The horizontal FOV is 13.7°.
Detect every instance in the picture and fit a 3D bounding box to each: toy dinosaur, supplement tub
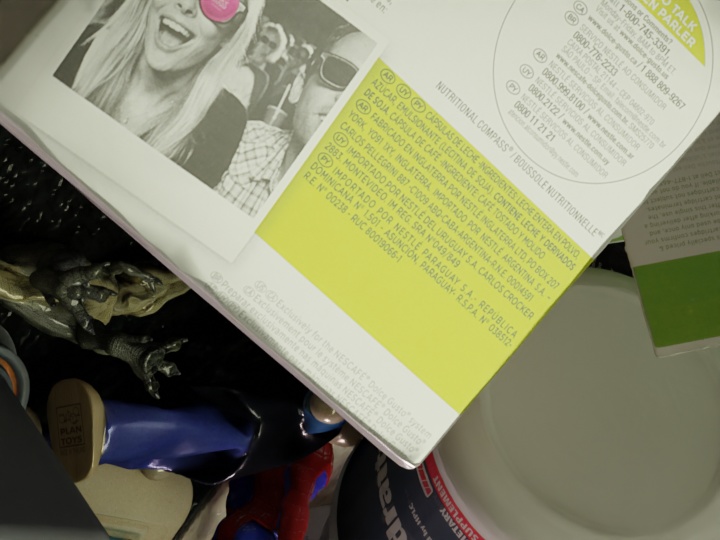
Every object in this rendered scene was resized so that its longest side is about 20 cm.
[{"bbox_3d":[-0.121,0.008,1.194,0.200,0.088,0.048,18,97,-54],"label":"toy dinosaur"},{"bbox_3d":[0.068,0.098,1.266,0.140,0.140,0.200,-28,166,-29],"label":"supplement tub"}]

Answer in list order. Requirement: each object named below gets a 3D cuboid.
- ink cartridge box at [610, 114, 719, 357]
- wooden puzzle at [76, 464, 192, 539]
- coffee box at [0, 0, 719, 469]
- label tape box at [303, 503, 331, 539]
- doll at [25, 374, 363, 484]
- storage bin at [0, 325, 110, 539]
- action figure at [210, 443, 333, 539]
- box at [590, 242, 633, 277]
[{"bbox_3d":[0.163,-0.042,1.216,0.147,0.200,0.076,-10,146,-3],"label":"ink cartridge box"},{"bbox_3d":[-0.175,0.162,1.315,0.185,0.037,0.200,17,108,-52],"label":"wooden puzzle"},{"bbox_3d":[-0.015,-0.086,1.036,0.200,0.200,0.198,41,88,-21],"label":"coffee box"},{"bbox_3d":[0.006,0.177,1.485,0.199,0.066,0.143,-11,139,3],"label":"label tape box"},{"bbox_3d":[-0.058,0.067,1.288,0.136,0.049,0.200,-20,169,41],"label":"doll"},{"bbox_3d":[-0.192,0.087,1.120,0.200,0.134,0.146,8,113,-41],"label":"storage bin"},{"bbox_3d":[-0.056,0.132,1.382,0.052,0.065,0.200,36,82,-26],"label":"action figure"},{"bbox_3d":[0.096,0.029,1.356,0.036,0.200,0.143,-22,136,-37],"label":"box"}]
